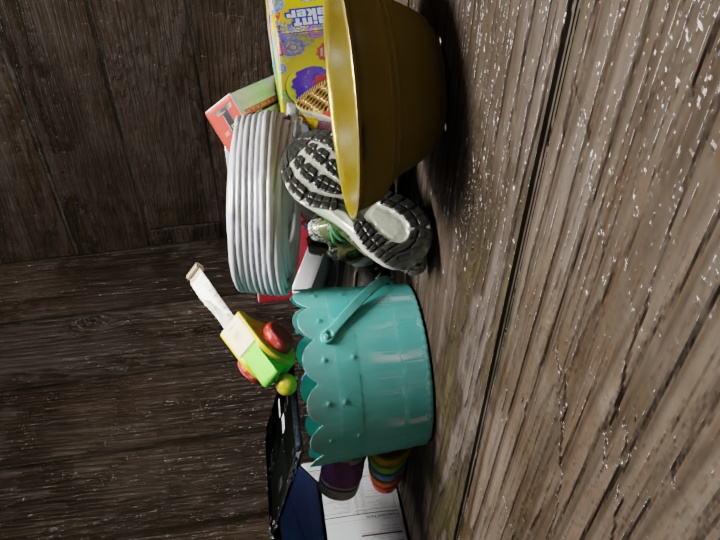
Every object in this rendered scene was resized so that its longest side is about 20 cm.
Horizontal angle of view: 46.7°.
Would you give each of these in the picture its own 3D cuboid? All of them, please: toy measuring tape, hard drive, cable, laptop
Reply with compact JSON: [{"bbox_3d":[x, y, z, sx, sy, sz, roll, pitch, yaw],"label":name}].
[{"bbox_3d":[-0.134,0.071,1.001,0.200,0.073,0.074,49,158,23],"label":"toy measuring tape"},{"bbox_3d":[-0.037,-0.016,1.140,0.200,0.026,0.134,43,-113,-78],"label":"hard drive"},{"bbox_3d":[-0.105,-0.073,0.919,0.201,0.067,0.205,-87,-2,-69],"label":"cable"},{"bbox_3d":[-0.062,0.244,1.021,0.178,0.101,0.203,-107,32,-59],"label":"laptop"}]

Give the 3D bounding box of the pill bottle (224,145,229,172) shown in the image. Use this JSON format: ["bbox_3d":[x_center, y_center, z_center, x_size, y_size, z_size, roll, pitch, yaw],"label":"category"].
[{"bbox_3d":[-0.106,-0.191,1.261,0.112,0.195,0.115,173,90,-84],"label":"pill bottle"}]

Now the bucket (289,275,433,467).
[{"bbox_3d":[-0.002,0.109,0.921,0.207,0.131,0.212,173,90,-83],"label":"bucket"}]

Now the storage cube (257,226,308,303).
[{"bbox_3d":[-0.092,-0.060,1.374,0.200,0.175,0.175,-122,26,-73],"label":"storage cube"}]

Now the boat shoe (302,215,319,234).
[{"bbox_3d":[-0.087,-0.124,1.179,0.200,0.074,0.093,47,-171,-39],"label":"boat shoe"}]

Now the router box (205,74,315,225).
[{"bbox_3d":[-0.091,-0.164,1.103,0.182,0.048,0.200,58,-149,-8],"label":"router box"}]

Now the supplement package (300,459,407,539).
[{"bbox_3d":[-0.008,0.421,1.246,0.202,0.143,0.194,-103,9,-53],"label":"supplement package"}]

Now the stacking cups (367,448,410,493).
[{"bbox_3d":[0.033,0.246,1.100,0.201,0.059,0.062,93,168,-64],"label":"stacking cups"}]

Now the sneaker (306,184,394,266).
[{"bbox_3d":[-0.012,-0.046,0.938,0.200,0.087,0.079,133,128,-67],"label":"sneaker"}]

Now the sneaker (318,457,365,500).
[{"bbox_3d":[-0.016,0.202,1.109,0.201,0.071,0.117,-102,19,-73],"label":"sneaker"}]

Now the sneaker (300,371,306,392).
[{"bbox_3d":[-0.034,0.112,1.163,0.200,0.077,0.092,-36,-62,-66],"label":"sneaker"}]

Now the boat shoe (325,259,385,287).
[{"bbox_3d":[0.000,0.000,1.092,0.074,0.072,0.204,-41,-31,-65],"label":"boat shoe"}]

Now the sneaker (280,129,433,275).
[{"bbox_3d":[-0.005,-0.057,0.816,0.200,0.077,0.089,45,172,26],"label":"sneaker"}]

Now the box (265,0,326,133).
[{"bbox_3d":[-0.049,-0.294,1.003,0.201,0.119,0.196,96,165,-63],"label":"box"}]

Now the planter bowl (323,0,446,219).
[{"bbox_3d":[0.022,-0.148,0.678,0.200,0.081,0.205,173,90,-84],"label":"planter bowl"}]

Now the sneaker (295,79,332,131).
[{"bbox_3d":[0.003,-0.138,0.892,0.200,0.074,0.091,48,171,52],"label":"sneaker"}]
